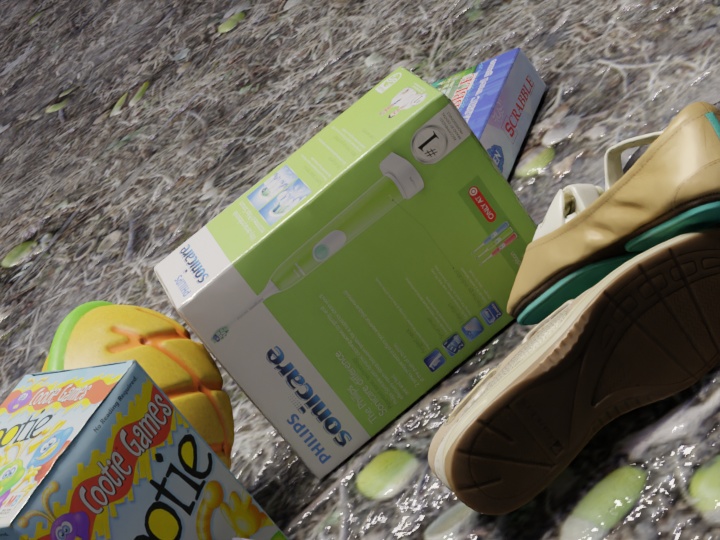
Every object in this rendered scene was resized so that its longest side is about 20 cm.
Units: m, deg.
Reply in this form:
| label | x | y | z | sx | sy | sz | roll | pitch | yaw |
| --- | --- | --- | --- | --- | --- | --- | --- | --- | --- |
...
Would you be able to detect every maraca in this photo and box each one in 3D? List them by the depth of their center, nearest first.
| label | x | y | z | sx | sy | sz | roll | pitch | yaw |
| --- | --- | --- | --- | --- | --- | --- | --- | --- | --- |
| maraca | -0.127 | 0.106 | 0.970 | 0.107 | 0.137 | 0.202 | -32 | 46 | 28 |

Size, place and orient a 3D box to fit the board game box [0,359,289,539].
| label | x | y | z | sx | sy | sz | roll | pitch | yaw |
| --- | --- | --- | --- | --- | --- | --- | --- | --- | --- |
| board game box | -0.106 | 0.154 | 0.844 | 0.104 | 0.201 | 0.103 | -10 | 36 | 48 |

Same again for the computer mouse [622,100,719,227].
| label | x | y | z | sx | sy | sz | roll | pitch | yaw |
| --- | --- | --- | --- | --- | --- | --- | --- | --- | --- |
| computer mouse | 0.213 | -0.087 | 0.904 | 0.199 | 0.140 | 0.046 | -27 | 39 | 24 |

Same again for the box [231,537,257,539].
| label | x | y | z | sx | sy | sz | roll | pitch | yaw |
| --- | --- | --- | --- | --- | --- | --- | --- | --- | --- |
| box | -0.004 | 0.202 | 0.721 | 0.199 | 0.115 | 0.132 | -6 | 39 | 52 |

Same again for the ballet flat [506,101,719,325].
| label | x | y | z | sx | sy | sz | roll | pitch | yaw |
| --- | --- | --- | --- | --- | --- | --- | --- | --- | --- |
| ballet flat | 0.141 | -0.030 | 0.932 | 0.068 | 0.064 | 0.200 | -7 | -17 | -34 |

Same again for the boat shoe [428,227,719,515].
| label | x | y | z | sx | sy | sz | roll | pitch | yaw |
| --- | --- | --- | --- | --- | --- | --- | --- | --- | --- |
| boat shoe | 0.118 | 0.046 | 0.881 | 0.199 | 0.072 | 0.065 | -39 | 14 | -7 |

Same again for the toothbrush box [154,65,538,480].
| label | x | y | z | sx | sy | sz | roll | pitch | yaw |
| --- | --- | --- | --- | --- | --- | --- | --- | --- | --- |
| toothbrush box | 0.000 | 0.000 | 1.035 | 0.200 | 0.146 | 0.086 | -40 | 24 | -3 |

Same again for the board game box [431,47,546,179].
| label | x | y | z | sx | sy | sz | roll | pitch | yaw |
| --- | --- | --- | --- | --- | --- | --- | --- | --- | --- |
| board game box | 0.021 | -0.059 | 1.238 | 0.198 | 0.041 | 0.201 | -20 | 30 | 36 |
